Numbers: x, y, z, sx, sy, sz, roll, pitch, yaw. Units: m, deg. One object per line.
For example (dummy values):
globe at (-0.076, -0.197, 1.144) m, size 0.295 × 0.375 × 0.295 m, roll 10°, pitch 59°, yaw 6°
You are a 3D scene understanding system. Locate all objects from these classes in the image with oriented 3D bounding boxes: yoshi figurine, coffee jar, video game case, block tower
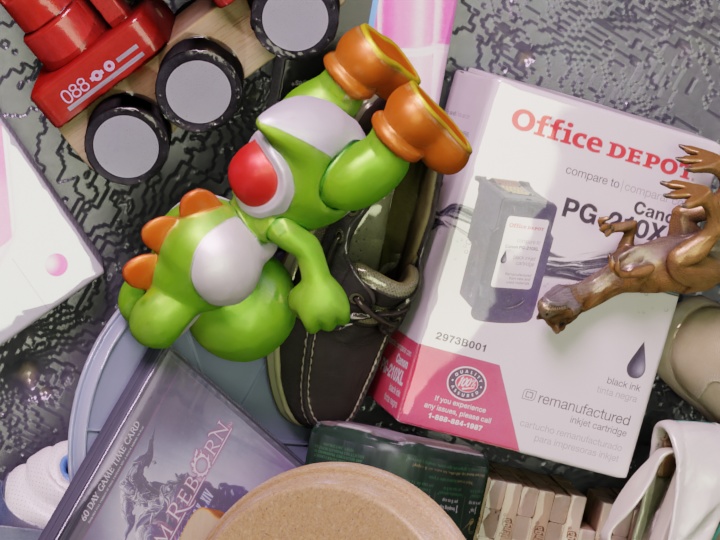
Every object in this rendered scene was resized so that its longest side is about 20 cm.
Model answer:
yoshi figurine at (-0.035, -0.025, 1.062) m, size 0.200 × 0.112 × 0.112 m, roll -41°, pitch 98°, yaw 10°
coffee jar at (0.004, 0.188, 1.114) m, size 0.104 × 0.085 × 0.202 m, roll 16°, pitch 84°, yaw -50°
video game case at (-0.081, 0.154, 1.106) m, size 0.200 × 0.019 × 0.143 m, roll 45°, pitch 64°, yaw -36°
block tower at (0.132, 0.156, 1.201) m, size 0.199 × 0.058 × 0.054 m, roll 12°, pitch 95°, yaw -11°

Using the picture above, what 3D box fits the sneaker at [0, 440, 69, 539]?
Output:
sneaker at (-0.131, 0.188, 1.144) m, size 0.200 × 0.081 × 0.147 m, roll 38°, pitch 94°, yaw -7°

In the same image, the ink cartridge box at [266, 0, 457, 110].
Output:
ink cartridge box at (-0.003, -0.105, 1.151) m, size 0.094 × 0.037 × 0.202 m, roll 9°, pitch 98°, yaw -12°

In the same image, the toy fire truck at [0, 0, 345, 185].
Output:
toy fire truck at (-0.124, -0.179, 1.071) m, size 0.176 × 0.129 × 0.200 m, roll -35°, pitch 110°, yaw 15°

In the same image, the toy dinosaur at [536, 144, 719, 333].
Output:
toy dinosaur at (0.189, -0.009, 1.113) m, size 0.198 × 0.061 × 0.107 m, roll -4°, pitch 124°, yaw -9°

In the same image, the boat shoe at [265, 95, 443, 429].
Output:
boat shoe at (0.001, -0.001, 1.113) m, size 0.071 × 0.066 × 0.202 m, roll 4°, pitch 106°, yaw -39°

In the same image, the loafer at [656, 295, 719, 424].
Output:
loafer at (0.252, 0.088, 1.190) m, size 0.199 × 0.068 × 0.076 m, roll 32°, pitch 92°, yaw -30°

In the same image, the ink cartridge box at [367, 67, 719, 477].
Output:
ink cartridge box at (0.104, -0.001, 1.157) m, size 0.144 × 0.084 × 0.201 m, roll 15°, pitch 95°, yaw -14°

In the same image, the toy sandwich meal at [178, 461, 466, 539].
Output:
toy sandwich meal at (-0.014, 0.193, 1.026) m, size 0.204 × 0.070 × 0.207 m, roll -6°, pitch 77°, yaw 27°

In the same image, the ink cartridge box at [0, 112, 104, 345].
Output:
ink cartridge box at (-0.275, -0.026, 1.109) m, size 0.196 × 0.043 × 0.201 m, roll -35°, pitch 104°, yaw -3°

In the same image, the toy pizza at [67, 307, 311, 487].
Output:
toy pizza at (-0.086, 0.093, 1.131) m, size 0.199 × 0.032 × 0.202 m, roll -3°, pitch 95°, yaw -43°

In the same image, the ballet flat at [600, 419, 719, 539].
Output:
ballet flat at (0.157, 0.176, 1.145) m, size 0.069 × 0.069 × 0.201 m, roll 23°, pitch 83°, yaw -13°
